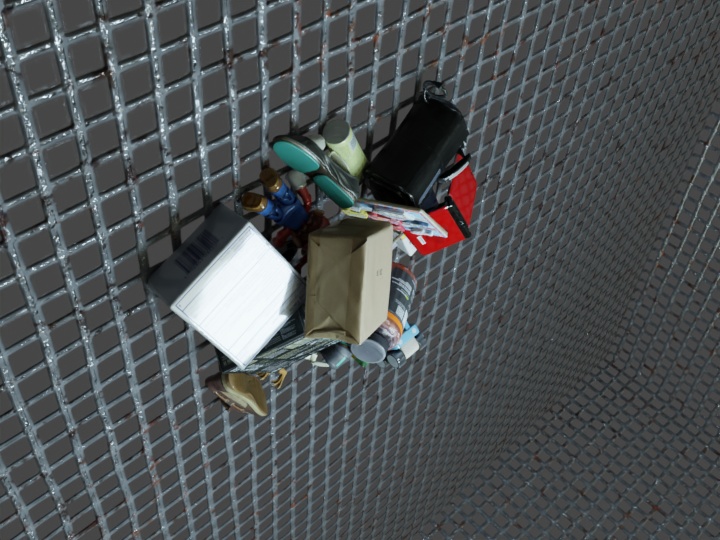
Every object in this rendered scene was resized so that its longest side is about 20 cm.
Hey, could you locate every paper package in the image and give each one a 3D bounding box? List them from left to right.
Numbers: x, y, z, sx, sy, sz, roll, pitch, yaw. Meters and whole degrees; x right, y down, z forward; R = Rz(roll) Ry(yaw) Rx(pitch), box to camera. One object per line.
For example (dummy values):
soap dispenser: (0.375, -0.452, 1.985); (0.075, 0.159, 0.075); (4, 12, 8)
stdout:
paper package: (-0.016, 0.015, 1.476); (0.200, 0.103, 0.192); (-32, 126, -73)

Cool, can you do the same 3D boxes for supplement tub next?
supplement tub: (0.039, 0.083, 1.666); (0.107, 0.106, 0.200); (94, 14, -46)

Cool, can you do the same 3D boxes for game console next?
game console: (0.166, -0.138, 1.780); (0.172, 0.119, 0.200); (-23, 157, 11)

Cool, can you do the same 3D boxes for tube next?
tube: (-0.021, -0.202, 1.550); (0.058, 0.052, 0.200); (-12, 157, 10)

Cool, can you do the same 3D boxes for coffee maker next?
coffee maker: (0.098, -0.224, 1.605); (0.200, 0.134, 0.192); (-55, 136, -16)

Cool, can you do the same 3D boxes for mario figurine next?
mario figurine: (-0.133, -0.101, 1.491); (0.123, 0.106, 0.200); (-23, 146, 18)

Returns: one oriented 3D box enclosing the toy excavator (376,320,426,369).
toy excavator: (0.073, 0.124, 2.012); (0.100, 0.200, 0.194); (-37, -168, -28)

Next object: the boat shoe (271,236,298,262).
boat shoe: (-0.176, 0.015, 1.539); (0.200, 0.068, 0.072); (-41, 150, -21)

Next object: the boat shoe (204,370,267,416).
boat shoe: (-0.249, 0.249, 1.713); (0.072, 0.072, 0.200); (-16, 153, 11)

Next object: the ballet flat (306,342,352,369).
ballet flat: (-0.089, 0.150, 1.699); (0.073, 0.200, 0.073); (-9, 107, -31)

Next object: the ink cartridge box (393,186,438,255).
ink cartridge box: (0.099, -0.129, 1.784); (0.117, 0.067, 0.200); (-48, 153, -9)

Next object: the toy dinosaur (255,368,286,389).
toy dinosaur: (-0.163, 0.183, 1.760); (0.200, 0.060, 0.107); (-3, 123, -55)

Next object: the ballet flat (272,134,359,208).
ballet flat: (-0.073, -0.184, 1.451); (0.200, 0.068, 0.069); (41, 54, -38)

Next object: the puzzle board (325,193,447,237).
puzzle board: (0.048, -0.101, 1.598); (0.151, 0.199, 0.017); (31, 73, -62)

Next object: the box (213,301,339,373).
box: (-0.147, 0.118, 1.587); (0.200, 0.086, 0.164); (-27, 162, 26)

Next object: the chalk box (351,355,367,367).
chalk box: (0.019, 0.082, 1.834); (0.125, 0.124, 0.200); (-32, 150, -33)

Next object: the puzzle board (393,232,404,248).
puzzle board: (0.000, 0.000, 1.704); (0.151, 0.017, 0.200); (-35, -176, 33)

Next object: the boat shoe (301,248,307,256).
boat shoe: (-0.045, -0.021, 1.661); (0.072, 0.072, 0.200); (-54, 160, 3)

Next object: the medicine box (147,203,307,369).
medicine box: (-0.210, 0.028, 1.406); (0.182, 0.103, 0.200); (-48, 132, -8)

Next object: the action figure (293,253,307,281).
action figure: (-0.121, 0.029, 1.592); (0.052, 0.066, 0.200); (-29, 174, -34)
